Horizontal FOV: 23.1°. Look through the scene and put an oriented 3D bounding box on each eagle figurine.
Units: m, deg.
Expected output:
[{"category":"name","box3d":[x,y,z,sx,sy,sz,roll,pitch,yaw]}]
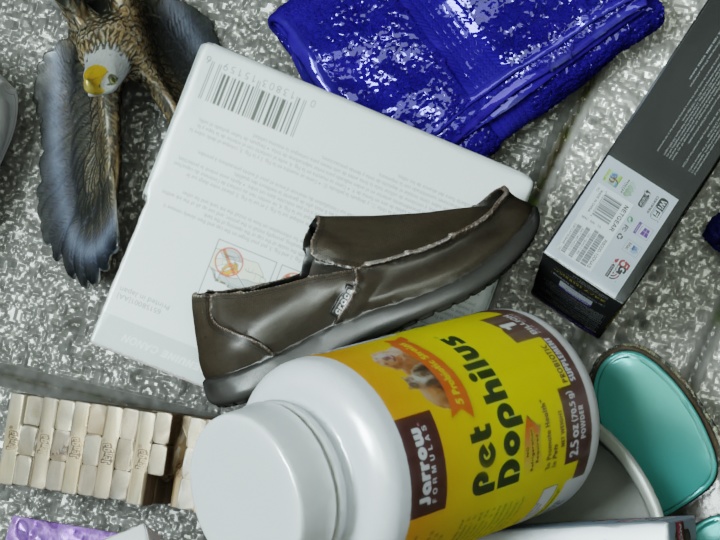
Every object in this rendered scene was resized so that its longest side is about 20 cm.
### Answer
[{"category":"eagle figurine","box3d":[-0.134,-0.108,1.029,0.151,0.151,0.201,-2,116,41]}]

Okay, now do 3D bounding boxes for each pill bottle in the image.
[{"category":"pill bottle","box3d":[0.018,0.086,0.855,0.199,0.109,0.110,-13,78,-43]}]

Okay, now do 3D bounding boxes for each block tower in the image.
[{"category":"block tower","box3d":[-0.101,0.108,0.997,0.199,0.058,0.054,7,85,15]}]

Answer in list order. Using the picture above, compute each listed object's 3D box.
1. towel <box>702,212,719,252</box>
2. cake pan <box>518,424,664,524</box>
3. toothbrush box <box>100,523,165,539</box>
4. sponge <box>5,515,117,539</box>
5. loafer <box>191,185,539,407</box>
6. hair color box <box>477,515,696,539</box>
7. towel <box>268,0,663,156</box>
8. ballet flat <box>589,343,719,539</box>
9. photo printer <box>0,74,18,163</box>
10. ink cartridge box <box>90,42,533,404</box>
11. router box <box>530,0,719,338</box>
[{"category":"towel","box3d":[0.318,-0.024,1.018,0.200,0.050,0.148,-35,74,-2]},{"category":"cake pan","box3d":[0.080,0.165,0.973,0.199,0.037,0.202,-2,84,25]},{"category":"toothbrush box","box3d":[-0.139,0.256,0.906,0.145,0.086,0.201,-24,58,8]},{"category":"sponge","box3d":[-0.115,0.208,0.997,0.199,0.030,0.112,7,81,15]},{"category":"loafer","box3d":[0.000,0.000,0.914,0.199,0.073,0.072,-27,93,-9]},{"category":"hair color box","box3d":[0.075,0.183,0.920,0.199,0.061,0.100,-7,82,24]},{"category":"towel","box3d":[0.062,-0.149,1.039,0.200,0.050,0.148,-36,82,-2]},{"category":"ballet flat","box3d":[0.191,0.134,0.985,0.068,0.075,0.201,-34,75,14]},{"category":"photo printer","box3d":[-0.302,-0.056,1.034,0.166,0.069,0.201,22,83,17]},{"category":"ink cartridge box","box3d":[-0.027,-0.007,0.969,0.199,0.044,0.174,22,86,-8]},{"category":"router box","box3d":[0.170,-0.065,0.974,0.052,0.157,0.201,33,85,7]}]
